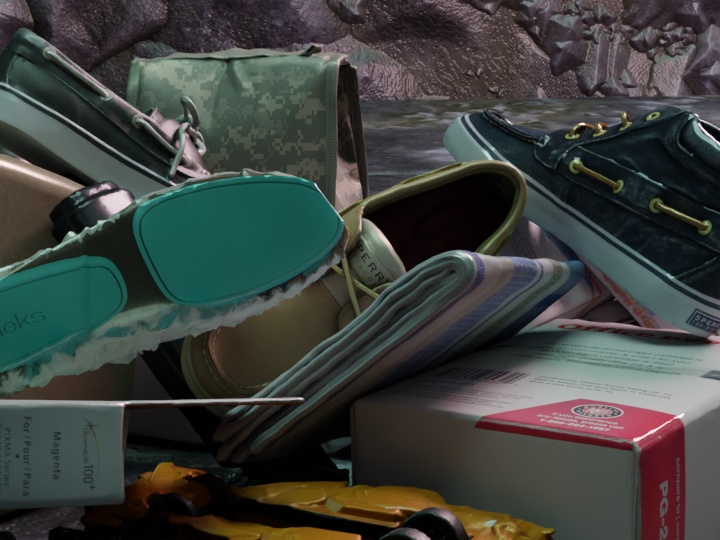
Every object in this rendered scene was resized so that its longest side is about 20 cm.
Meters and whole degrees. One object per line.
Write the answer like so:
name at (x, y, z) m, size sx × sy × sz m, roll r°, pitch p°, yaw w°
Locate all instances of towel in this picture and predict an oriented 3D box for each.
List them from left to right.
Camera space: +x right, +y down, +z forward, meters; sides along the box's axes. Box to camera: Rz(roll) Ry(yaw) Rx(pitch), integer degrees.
towel at (0.024, 0.036, 0.899) m, size 0.147 × 0.024 × 0.200 m, roll -38°, pitch -13°, yaw 17°

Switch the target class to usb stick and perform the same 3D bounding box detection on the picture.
usb stick at (-0.078, 0.042, 0.939) m, size 0.033 × 0.201 × 0.055 m, roll -44°, pitch -10°, yaw 38°

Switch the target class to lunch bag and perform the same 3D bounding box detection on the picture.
lunch bag at (-0.081, -0.064, 1.401) m, size 0.162 × 0.202 × 0.118 m, roll 1°, pitch 11°, yaw 14°

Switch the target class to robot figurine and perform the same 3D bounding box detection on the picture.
robot figurine at (-0.029, 0.123, 0.795) m, size 0.198 × 0.059 × 0.145 m, roll 5°, pitch 12°, yaw 26°

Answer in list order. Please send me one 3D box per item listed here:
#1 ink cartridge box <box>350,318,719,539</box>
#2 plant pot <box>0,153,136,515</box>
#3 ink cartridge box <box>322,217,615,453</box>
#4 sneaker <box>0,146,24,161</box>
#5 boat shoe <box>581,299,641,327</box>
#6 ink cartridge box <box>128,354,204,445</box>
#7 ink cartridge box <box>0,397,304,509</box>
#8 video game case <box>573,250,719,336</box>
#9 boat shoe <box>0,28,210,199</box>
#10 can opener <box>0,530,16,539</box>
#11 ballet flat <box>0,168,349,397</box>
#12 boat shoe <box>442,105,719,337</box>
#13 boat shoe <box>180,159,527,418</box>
ink cartridge box at (0.108, 0.086, 0.903) m, size 0.144 × 0.085 × 0.199 m, roll 6°, pitch 13°, yaw 32°
plant pot at (-0.223, 0.026, 1.010) m, size 0.176 × 0.202 × 0.199 m, roll 4°, pitch 5°, yaw -42°
ink cartridge box at (0.063, 0.017, 1.111) m, size 0.147 × 0.086 × 0.199 m, roll -35°, pitch -10°, yaw 31°
sneaker at (-0.215, 0.000, 1.181) m, size 0.059 × 0.201 × 0.104 m, roll -6°, pitch 30°, yaw 17°
boat shoe at (0.204, 0.051, 1.148) m, size 0.199 × 0.070 × 0.066 m, roll 2°, pitch 32°, yaw -48°
ink cartridge box at (-0.095, 0.037, 1.178) m, size 0.144 × 0.088 × 0.200 m, roll 4°, pitch 10°, yaw 26°
ink cartridge box at (-0.146, 0.076, 0.812) m, size 0.172 × 0.044 × 0.199 m, roll 4°, pitch -6°, yaw -33°
video game case at (0.210, 0.012, 1.126) m, size 0.182 × 0.023 × 0.200 m, roll 49°, pitch 29°, yaw 11°
boat shoe at (-0.114, -0.061, 1.053) m, size 0.198 × 0.068 × 0.074 m, roll 31°, pitch -15°, yaw -14°
can opener at (-0.204, 0.124, 0.791) m, size 0.078 × 0.064 × 0.199 m, roll -11°, pitch 15°, yaw -42°
ballet flat at (-0.104, 0.008, 0.877) m, size 0.198 × 0.072 × 0.072 m, roll -18°, pitch 15°, yaw -13°
boat shoe at (0.132, -0.053, 0.994) m, size 0.200 × 0.091 × 0.071 m, roll 39°, pitch 14°, yaw 38°
boat shoe at (0.000, 0.000, 0.930) m, size 0.199 × 0.074 × 0.066 m, roll -36°, pitch -4°, yaw -29°
